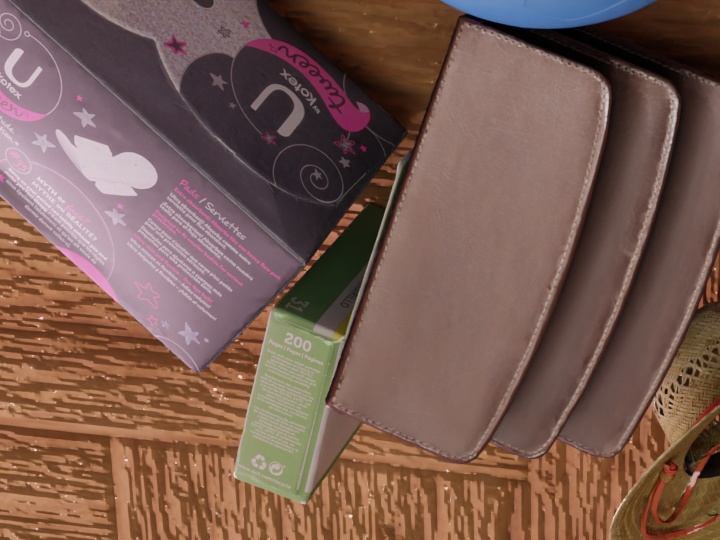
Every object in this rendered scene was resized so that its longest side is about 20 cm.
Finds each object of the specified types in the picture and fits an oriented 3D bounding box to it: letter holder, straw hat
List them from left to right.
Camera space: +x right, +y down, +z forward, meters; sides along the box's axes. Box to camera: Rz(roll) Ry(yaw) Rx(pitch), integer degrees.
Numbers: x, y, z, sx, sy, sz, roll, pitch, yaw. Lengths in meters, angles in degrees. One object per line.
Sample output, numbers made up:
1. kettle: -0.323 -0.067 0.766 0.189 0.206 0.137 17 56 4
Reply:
1. letter holder: 0.090 -0.008 1.127 0.141 0.101 0.201 24 108 13
2. straw hat: 0.196 0.061 1.210 0.201 0.200 0.085 -50 53 29

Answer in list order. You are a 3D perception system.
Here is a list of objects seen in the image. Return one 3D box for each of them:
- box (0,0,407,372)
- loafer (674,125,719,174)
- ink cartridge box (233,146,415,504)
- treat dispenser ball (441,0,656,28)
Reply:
1. box: -0.099 -0.076 1.193 0.200 0.132 0.115 43 134 -5
2. loafer: 0.123 -0.015 1.210 0.072 0.063 0.200 36 119 -4
3. ink cartridge box: 0.000 0.000 1.205 0.048 0.146 0.201 20 119 12
4. treat dispenser ball: 0.084 -0.208 1.047 0.199 0.201 0.202 6 117 13
